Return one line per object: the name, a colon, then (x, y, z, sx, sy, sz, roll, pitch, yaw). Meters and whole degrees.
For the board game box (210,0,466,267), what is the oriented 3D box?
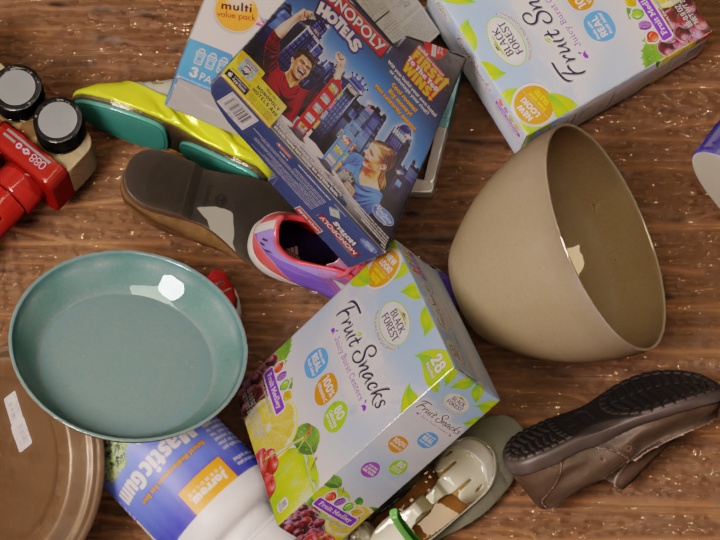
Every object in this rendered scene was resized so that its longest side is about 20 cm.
board game box: (-0.008, -0.146, 1.475, 0.200, 0.061, 0.200, 47, 58, -15)

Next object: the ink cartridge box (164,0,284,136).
ink cartridge box: (-0.086, -0.223, 1.566, 0.114, 0.068, 0.202, 21, 67, -8)

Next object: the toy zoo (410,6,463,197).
toy zoo: (0.020, -0.148, 1.597, 0.130, 0.020, 0.202, 14, 79, 7)

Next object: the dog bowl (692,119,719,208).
dog bowl: (0.375, -0.061, 1.461, 0.200, 0.200, 0.079, 42, 86, 11)

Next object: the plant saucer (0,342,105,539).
plant saucer: (-0.293, 0.159, 1.495, 0.198, 0.029, 0.203, -3, 86, 40)

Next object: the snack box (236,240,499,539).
snack box: (0.000, 0.102, 1.447, 0.200, 0.068, 0.169, -43, 39, 14)

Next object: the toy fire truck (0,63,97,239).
toy fire truck: (-0.356, -0.086, 1.574, 0.175, 0.129, 0.200, 37, 73, 11)

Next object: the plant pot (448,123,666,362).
plant pot: (0.153, -0.006, 1.487, 0.133, 0.200, 0.203, -23, 75, 28)

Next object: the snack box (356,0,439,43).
snack box: (-0.015, -0.183, 1.530, 0.200, 0.024, 0.072, -42, 103, -32)

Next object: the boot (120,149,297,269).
boot: (-0.122, -0.046, 1.569, 0.198, 0.075, 0.074, 25, 70, -9)

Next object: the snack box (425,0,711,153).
snack box: (0.184, -0.223, 1.568, 0.199, 0.068, 0.170, -30, 77, -9)

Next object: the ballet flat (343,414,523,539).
ballet flat: (0.064, 0.197, 1.498, 0.199, 0.064, 0.068, -40, 78, -5)

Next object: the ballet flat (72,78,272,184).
ballet flat: (-0.161, -0.135, 1.591, 0.198, 0.067, 0.068, 23, 68, 3)

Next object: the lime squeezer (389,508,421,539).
lime squeezer: (0.087, 0.248, 1.471, 0.198, 0.070, 0.038, 24, 63, -27)

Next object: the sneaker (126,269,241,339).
sneaker: (-0.205, 0.040, 1.554, 0.197, 0.077, 0.086, -8, 72, -8)

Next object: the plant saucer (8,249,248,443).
plant saucer: (-0.194, 0.070, 1.460, 0.197, 0.036, 0.202, 7, 48, -8)

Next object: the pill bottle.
pill bottle: (-0.143, 0.183, 1.492, 0.200, 0.112, 0.112, 43, 84, 12)

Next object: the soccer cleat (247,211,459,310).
soccer cleat: (0.000, 0.000, 1.521, 0.198, 0.073, 0.069, 21, 76, -11)

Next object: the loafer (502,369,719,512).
loafer: (0.220, 0.146, 1.504, 0.198, 0.073, 0.072, -20, 111, -2)
